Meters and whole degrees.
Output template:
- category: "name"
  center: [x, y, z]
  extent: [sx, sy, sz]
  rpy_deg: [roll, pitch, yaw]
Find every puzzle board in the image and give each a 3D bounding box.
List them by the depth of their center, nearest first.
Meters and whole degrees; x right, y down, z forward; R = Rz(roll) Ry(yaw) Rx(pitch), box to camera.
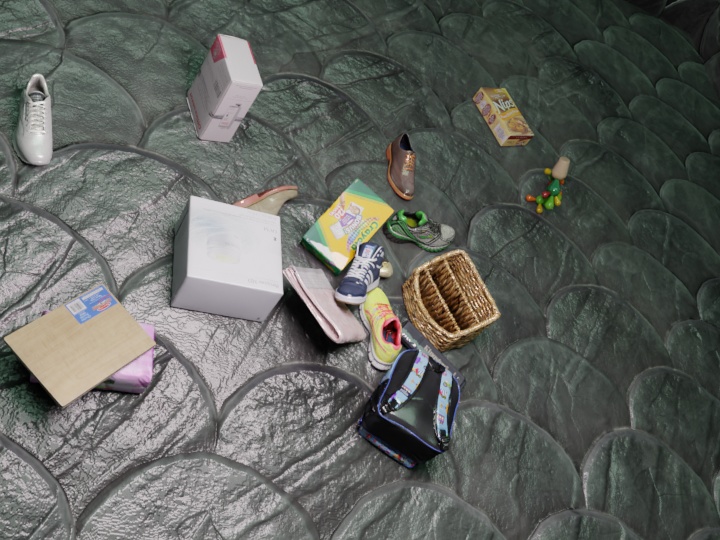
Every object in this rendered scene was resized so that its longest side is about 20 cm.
- category: "puzzle board"
  center: [-0.470, 0.123, 1.291]
  extent: [0.151, 0.017, 0.200]
  rpy_deg: [46, 45, 6]

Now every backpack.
- category: "backpack"
  center: [0.108, 0.275, 1.577]
  extent: [0.182, 0.135, 0.201]
  rpy_deg: [33, 46, -8]

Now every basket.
- category: "basket"
  center: [0.200, 0.070, 1.781]
  extent: [0.142, 0.149, 0.201]
  rpy_deg: [-8, 64, -37]

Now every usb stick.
- category: "usb stick"
  center: [0.160, 0.197, 1.741]
  extent: [0.200, 0.033, 0.055]
  rpy_deg: [46, 47, 3]

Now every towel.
- category: "towel"
  center: [-0.069, 0.072, 1.611]
  extent: [0.191, 0.032, 0.200]
  rpy_deg: [54, 11, 12]

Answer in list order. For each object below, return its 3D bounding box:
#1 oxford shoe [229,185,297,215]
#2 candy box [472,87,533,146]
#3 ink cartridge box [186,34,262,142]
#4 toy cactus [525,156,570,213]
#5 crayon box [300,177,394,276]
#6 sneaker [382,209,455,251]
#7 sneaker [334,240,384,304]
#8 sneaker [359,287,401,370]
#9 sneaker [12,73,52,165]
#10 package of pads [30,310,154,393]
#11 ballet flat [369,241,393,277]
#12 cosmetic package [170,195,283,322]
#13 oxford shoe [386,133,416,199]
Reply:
- category: "oxford shoe"
  center: [-0.214, -0.144, 1.741]
  extent: [0.199, 0.071, 0.074]
  rpy_deg: [-27, 100, -43]
- category: "candy box"
  center: [0.454, -0.490, 2.426]
  extent: [0.115, 0.055, 0.201]
  rpy_deg: [-8, 63, -37]
- category: "ink cartridge box"
  center: [-0.319, -0.418, 1.769]
  extent: [0.082, 0.200, 0.147]
  rpy_deg: [1, 58, -37]
- category: "toy cactus"
  center: [0.572, -0.265, 2.273]
  extent: [0.102, 0.166, 0.200]
  rpy_deg: [26, 39, 13]
- category: "crayon box"
  center: [-0.031, -0.101, 1.765]
  extent: [0.119, 0.058, 0.200]
  rpy_deg: [41, 72, 0]
- category: "sneaker"
  center: [0.161, -0.103, 1.928]
  extent: [0.199, 0.085, 0.078]
  rpy_deg: [7, 54, -30]
- category: "sneaker"
  center: [0.000, 0.000, 1.666]
  extent: [0.070, 0.109, 0.200]
  rpy_deg: [15, 19, 14]
- category: "sneaker"
  center: [0.056, 0.115, 1.694]
  extent: [0.078, 0.090, 0.201]
  rpy_deg: [6, 53, -27]
- category: "sneaker"
  center: [-0.660, -0.304, 1.545]
  extent: [0.076, 0.081, 0.201]
  rpy_deg: [2, 58, -34]
- category: "package of pads"
  center: [-0.468, 0.143, 1.341]
  extent: [0.199, 0.076, 0.121]
  rpy_deg: [10, 55, -26]
- category: "ballet flat"
  center: [0.004, -0.061, 1.813]
  extent: [0.200, 0.057, 0.066]
  rpy_deg: [46, 44, 5]
- category: "cosmetic package"
  center: [-0.273, -0.022, 1.560]
  extent: [0.198, 0.123, 0.201]
  rpy_deg: [12, 54, -26]
- category: "oxford shoe"
  center: [0.115, -0.281, 2.037]
  extent: [0.071, 0.073, 0.201]
  rpy_deg: [9, 54, -28]
